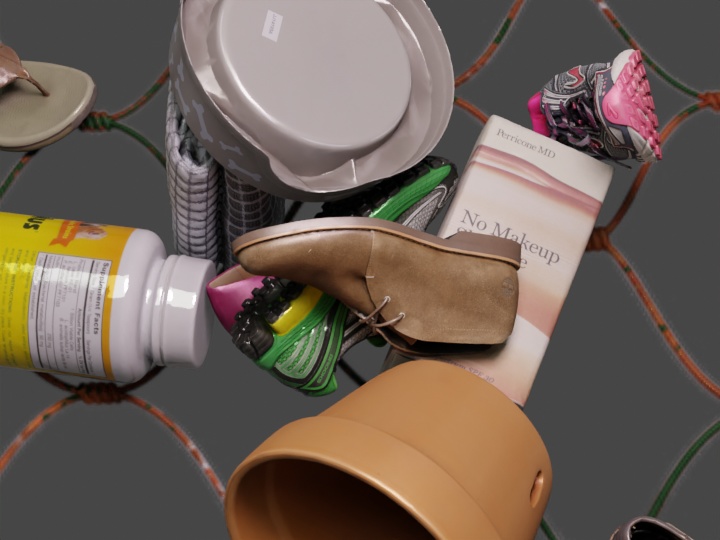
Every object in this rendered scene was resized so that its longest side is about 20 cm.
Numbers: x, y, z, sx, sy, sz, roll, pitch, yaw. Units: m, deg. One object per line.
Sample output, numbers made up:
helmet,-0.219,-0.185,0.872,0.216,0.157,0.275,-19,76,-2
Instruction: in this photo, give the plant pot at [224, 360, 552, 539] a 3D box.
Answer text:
plant pot,0.031,0.153,1.443,0.200,0.200,0.140,28,49,18

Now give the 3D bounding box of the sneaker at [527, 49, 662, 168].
sneaker,0.167,-0.108,1.582,0.075,0.200,0.081,-13,92,-1

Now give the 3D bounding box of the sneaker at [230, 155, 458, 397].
sneaker,0.000,0.000,1.533,0.200,0.078,0.085,-49,114,-14

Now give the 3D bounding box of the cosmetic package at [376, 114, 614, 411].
cosmetic package,0.094,0.007,1.557,0.103,0.087,0.200,22,63,0

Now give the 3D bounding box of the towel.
towel,-0.087,-0.111,1.600,0.085,0.166,0.200,4,62,1

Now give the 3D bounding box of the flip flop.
flip flop,-0.297,-0.149,1.693,0.200,0.058,0.081,20,64,14

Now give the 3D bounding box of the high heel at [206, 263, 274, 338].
high heel,-0.025,-0.026,1.581,0.067,0.096,0.200,6,55,48

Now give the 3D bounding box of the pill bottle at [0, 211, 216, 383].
pill bottle,-0.206,0.019,1.564,0.200,0.109,0.109,7,61,7

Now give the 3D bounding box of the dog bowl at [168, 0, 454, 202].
dog bowl,-0.038,-0.135,1.499,0.200,0.059,0.200,13,58,-23

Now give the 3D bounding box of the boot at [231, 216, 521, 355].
boot,0.013,0.010,1.447,0.200,0.074,0.076,7,76,-20

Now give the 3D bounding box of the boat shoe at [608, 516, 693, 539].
boat shoe,0.231,0.236,1.438,0.200,0.073,0.074,40,70,22
